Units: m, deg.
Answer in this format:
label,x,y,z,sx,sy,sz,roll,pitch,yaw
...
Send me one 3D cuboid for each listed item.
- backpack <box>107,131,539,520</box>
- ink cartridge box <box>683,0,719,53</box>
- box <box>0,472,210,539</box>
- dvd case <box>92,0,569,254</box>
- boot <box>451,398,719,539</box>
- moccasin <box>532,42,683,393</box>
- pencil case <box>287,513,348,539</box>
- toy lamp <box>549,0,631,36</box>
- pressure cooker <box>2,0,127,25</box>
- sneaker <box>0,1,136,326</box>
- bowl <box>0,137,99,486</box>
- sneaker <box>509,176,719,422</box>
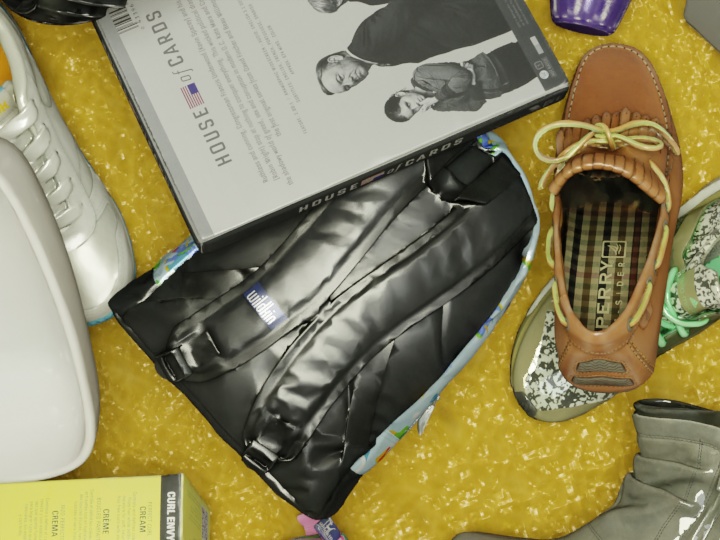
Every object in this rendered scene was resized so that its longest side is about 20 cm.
label,x,y,z,sx,sy,sz,roll,pitch,yaw
backpack,0.000,0.000,0.909,0.163,0.154,0.200,43,103,3
ink cartridge box,0.267,-0.195,0.888,0.200,0.146,0.083,-44,76,-4
box,-0.182,0.143,0.912,0.199,0.075,0.050,-5,67,6
dvd case,-0.018,-0.113,0.861,0.199,0.025,0.151,-24,75,-10
boot,0.144,0.126,0.922,0.199,0.068,0.131,9,102,19
moccasin,0.126,-0.038,0.903,0.073,0.078,0.202,5,58,15
pencil case,0.000,0.232,0.941,0.087,0.087,0.201,-29,93,-1
toy lamp,0.142,-0.227,0.940,0.058,0.058,0.201,14,90,-4
pressure cooker,-0.131,-0.213,0.785,0.178,0.176,0.201,23,114,6
sneaker,-0.184,-0.059,0.916,0.076,0.081,0.201,-29,95,-3
bowl,-0.232,0.015,0.885,0.199,0.075,0.201,-4,121,11
sneaker,0.164,0.011,0.935,0.200,0.089,0.077,-38,94,0
